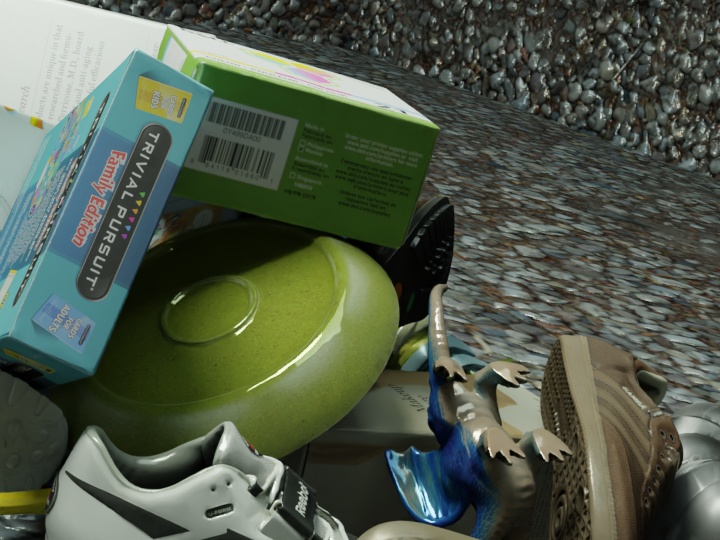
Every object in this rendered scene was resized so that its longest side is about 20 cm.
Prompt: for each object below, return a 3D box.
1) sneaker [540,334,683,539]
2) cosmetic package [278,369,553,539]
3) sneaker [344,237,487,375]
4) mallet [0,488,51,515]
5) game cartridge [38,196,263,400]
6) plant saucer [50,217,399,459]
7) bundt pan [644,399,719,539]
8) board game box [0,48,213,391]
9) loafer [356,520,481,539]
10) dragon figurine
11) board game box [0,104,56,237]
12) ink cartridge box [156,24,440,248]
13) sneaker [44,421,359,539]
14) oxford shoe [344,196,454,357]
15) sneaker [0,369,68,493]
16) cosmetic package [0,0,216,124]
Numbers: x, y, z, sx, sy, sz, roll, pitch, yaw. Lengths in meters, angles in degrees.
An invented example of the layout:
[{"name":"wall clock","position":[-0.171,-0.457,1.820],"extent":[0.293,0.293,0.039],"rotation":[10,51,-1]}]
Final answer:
[{"name":"sneaker","position":[0.143,0.102,0.866],"extent":[0.075,0.071,0.201],"rotation":[11,34,-5]},{"name":"cosmetic package","position":[0.026,0.107,0.938],"extent":[0.198,0.072,0.105],"rotation":[6,16,-33]},{"name":"sneaker","position":[0.025,0.036,1.049],"extent":[0.130,0.079,0.201],"rotation":[40,-13,51]},{"name":"mallet","position":[-0.149,0.118,0.789],"extent":[0.198,0.042,0.066],"rotation":[8,12,-42]},{"name":"game cartridge","position":[-0.131,0.010,0.979],"extent":[0.131,0.042,0.201],"rotation":[-9,39,14]},{"name":"plant saucer","position":[-0.078,0.031,0.868],"extent":[0.197,0.031,0.201],"rotation":[-11,38,8]},{"name":"bundt pan","position":[0.246,0.140,0.938],"extent":[0.199,0.077,0.202],"rotation":[10,24,-4]},{"name":"board game box","position":[-0.153,-0.015,0.838],"extent":[0.047,0.153,0.200],"rotation":[26,-17,-18]},{"name":"loafer","position":[0.086,0.170,0.742],"extent":[0.197,0.077,0.068],"rotation":[10,21,-17]},{"name":"dragon figurine","position":[0.053,0.100,0.844],"extent":[0.058,0.100,0.201],"rotation":[1,40,-32]},{"name":"board game box","position":[-0.256,-0.041,1.016],"extent":[0.104,0.104,0.199],"rotation":[20,-11,-26]},{"name":"ink cartridge box","position":[-0.059,-0.093,0.954],"extent":[0.146,0.077,0.200],"rotation":[13,16,-22]},{"name":"sneaker","position":[-0.049,0.121,0.763],"extent":[0.198,0.090,0.074],"rotation":[12,11,-17]},{"name":"oxford shoe","position":[0.000,0.000,0.966],"extent":[0.083,0.074,0.200],"rotation":[12,26,24]},{"name":"sneaker","position":[-0.246,0.070,0.808],"extent":[0.198,0.077,0.080],"rotation":[11,2,-25]},{"name":"cosmetic package","position":[-0.228,-0.106,1.251],"extent":[0.197,0.167,0.165],"rotation":[12,-11,-8]}]
